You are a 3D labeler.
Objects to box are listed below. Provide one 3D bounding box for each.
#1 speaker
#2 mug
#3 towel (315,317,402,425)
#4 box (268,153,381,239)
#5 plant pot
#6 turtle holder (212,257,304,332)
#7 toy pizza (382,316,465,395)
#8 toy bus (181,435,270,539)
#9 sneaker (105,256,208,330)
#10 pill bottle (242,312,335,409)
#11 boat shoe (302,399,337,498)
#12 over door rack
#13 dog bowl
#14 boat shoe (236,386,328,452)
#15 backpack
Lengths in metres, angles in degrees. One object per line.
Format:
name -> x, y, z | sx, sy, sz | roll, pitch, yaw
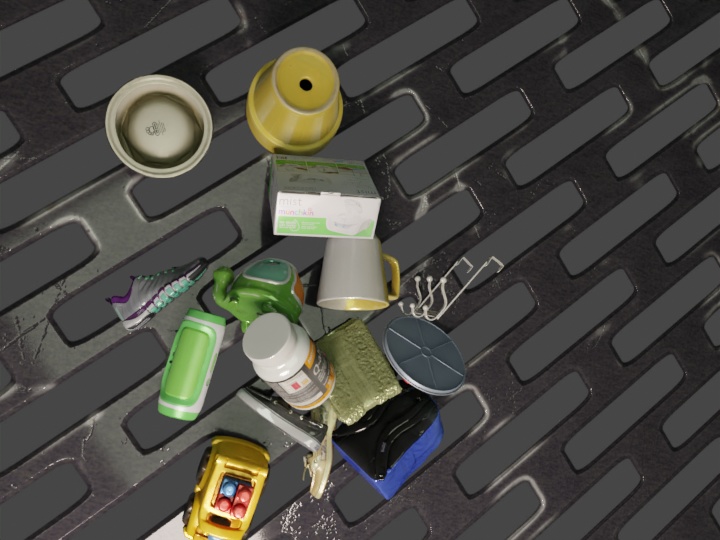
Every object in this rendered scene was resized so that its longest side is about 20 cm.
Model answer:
speaker -> -0.325, 0.179, 1.140 | 0.088, 0.088, 0.202 | 17, 82, -13
mug -> -0.009, -0.001, 1.227 | 0.148, 0.186, 0.155 | -4, 76, 18
towel -> -0.017, 0.198, 1.193 | 0.147, 0.037, 0.201 | -31, 55, -8
box -> -0.076, -0.150, 1.170 | 0.198, 0.177, 0.098 | 2, 124, -15
plant pot -> -0.123, -0.342, 1.175 | 0.198, 0.189, 0.203 | 1, 87, -14
turtle holder -> -0.196, 0.049, 1.169 | 0.141, 0.184, 0.133 | 50, 46, -39
toy pizza -> 0.130, 0.179, 1.235 | 0.198, 0.032, 0.201 | 20, 38, -16
toy bus -> -0.244, 0.431, 1.090 | 0.134, 0.192, 0.202 | 21, 83, -14
sneaker -> -0.392, 0.023, 1.141 | 0.200, 0.074, 0.088 | -41, 92, -13
pill bottle -> -0.130, 0.169, 1.094 | 0.116, 0.116, 0.201 | -46, 142, -13
boat shoe -> -0.087, 0.355, 1.202 | 0.062, 0.073, 0.202 | 9, 73, -7
over door rack -> 0.181, 0.024, 1.251 | 0.199, 0.148, 0.067 | -36, 101, -14
dog bowl -> -0.390, -0.274, 1.160 | 0.198, 0.074, 0.203 | 1, 87, -15
boat shoe -> -0.154, 0.283, 1.170 | 0.199, 0.069, 0.057 | 31, 69, 12
backpack -> 0.066, 0.331, 1.190 | 0.162, 0.169, 0.200 | 33, 68, 35
